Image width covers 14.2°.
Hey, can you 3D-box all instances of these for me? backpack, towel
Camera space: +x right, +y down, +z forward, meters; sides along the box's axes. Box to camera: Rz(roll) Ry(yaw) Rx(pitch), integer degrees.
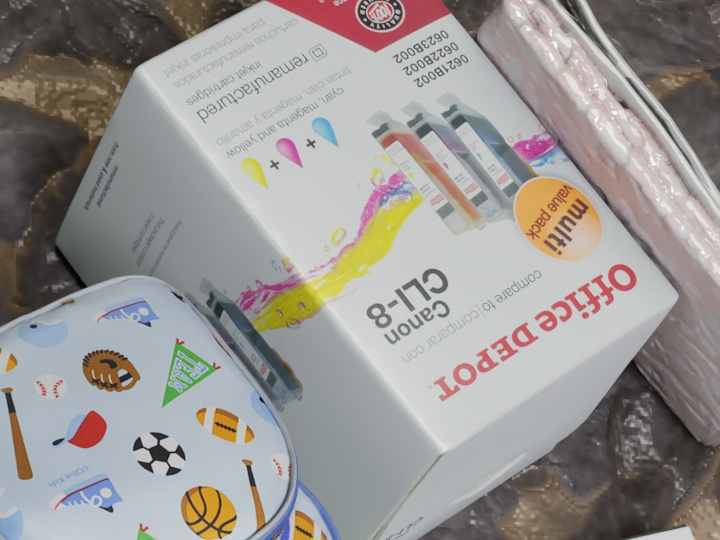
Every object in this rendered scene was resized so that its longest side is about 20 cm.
[{"bbox_3d":[-0.097,0.110,1.080,0.200,0.154,0.191,-30,71,-32],"label":"backpack"},{"bbox_3d":[0.112,-0.021,1.209,0.032,0.191,0.200,-35,85,-12],"label":"towel"}]

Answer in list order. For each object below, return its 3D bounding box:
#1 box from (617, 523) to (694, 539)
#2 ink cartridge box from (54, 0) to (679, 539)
[{"bbox_3d":[0.070,0.191,1.174,0.199,0.036,0.145,-9,65,-26],"label":"box"},{"bbox_3d":[0.000,0.000,1.189,0.145,0.145,0.200,-31,76,-33],"label":"ink cartridge box"}]
